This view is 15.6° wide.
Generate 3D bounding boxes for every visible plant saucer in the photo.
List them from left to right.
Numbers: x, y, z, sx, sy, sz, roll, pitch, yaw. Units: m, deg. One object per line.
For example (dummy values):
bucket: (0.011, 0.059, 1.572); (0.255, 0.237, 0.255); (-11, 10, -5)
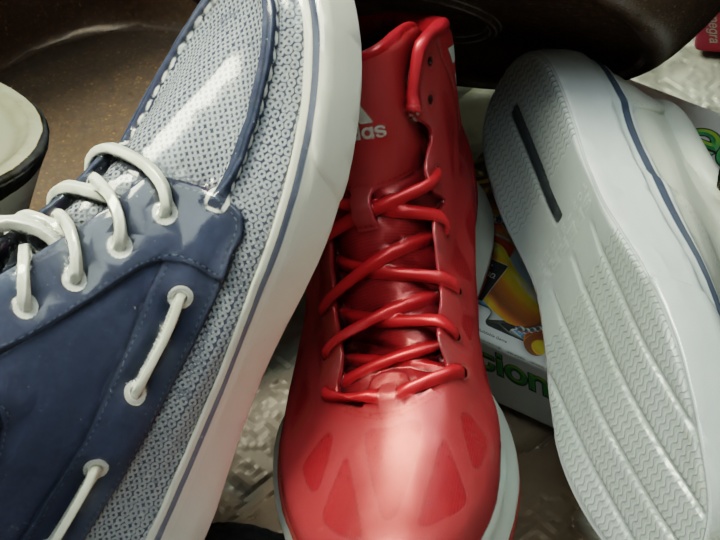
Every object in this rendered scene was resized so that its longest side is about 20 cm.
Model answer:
plant saucer: (-0.088, -0.043, 0.931); (0.200, 0.037, 0.201); (-4, 49, 5)
plant saucer: (0.021, -0.094, 0.839); (0.200, 0.200, 0.035); (7, 80, 13)

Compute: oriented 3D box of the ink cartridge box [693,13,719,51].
ink cartridge box: (0.229, -0.147, 0.949); (0.199, 0.084, 0.145); (7, 50, 14)

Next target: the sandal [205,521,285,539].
sandal: (-0.007, 0.115, 0.767); (0.200, 0.045, 0.075); (3, 36, 27)

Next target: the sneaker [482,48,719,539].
sneaker: (0.095, 0.010, 0.787); (0.071, 0.073, 0.200); (9, 47, -24)

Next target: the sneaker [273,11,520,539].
sneaker: (0.000, 0.000, 0.775); (0.078, 0.116, 0.200); (-11, 42, 6)

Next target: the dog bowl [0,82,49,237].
dog bowl: (-0.194, -0.009, 0.798); (0.200, 0.074, 0.200); (2, 19, -1)

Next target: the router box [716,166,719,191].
router box: (0.223, -0.046, 0.829); (0.200, 0.051, 0.149); (25, 46, -2)

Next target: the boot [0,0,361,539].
boot: (-0.069, -0.004, 0.744); (0.073, 0.090, 0.200); (21, 95, 51)

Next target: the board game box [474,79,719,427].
board game box: (0.119, 0.011, 0.857); (0.200, 0.035, 0.126); (24, 55, 25)
